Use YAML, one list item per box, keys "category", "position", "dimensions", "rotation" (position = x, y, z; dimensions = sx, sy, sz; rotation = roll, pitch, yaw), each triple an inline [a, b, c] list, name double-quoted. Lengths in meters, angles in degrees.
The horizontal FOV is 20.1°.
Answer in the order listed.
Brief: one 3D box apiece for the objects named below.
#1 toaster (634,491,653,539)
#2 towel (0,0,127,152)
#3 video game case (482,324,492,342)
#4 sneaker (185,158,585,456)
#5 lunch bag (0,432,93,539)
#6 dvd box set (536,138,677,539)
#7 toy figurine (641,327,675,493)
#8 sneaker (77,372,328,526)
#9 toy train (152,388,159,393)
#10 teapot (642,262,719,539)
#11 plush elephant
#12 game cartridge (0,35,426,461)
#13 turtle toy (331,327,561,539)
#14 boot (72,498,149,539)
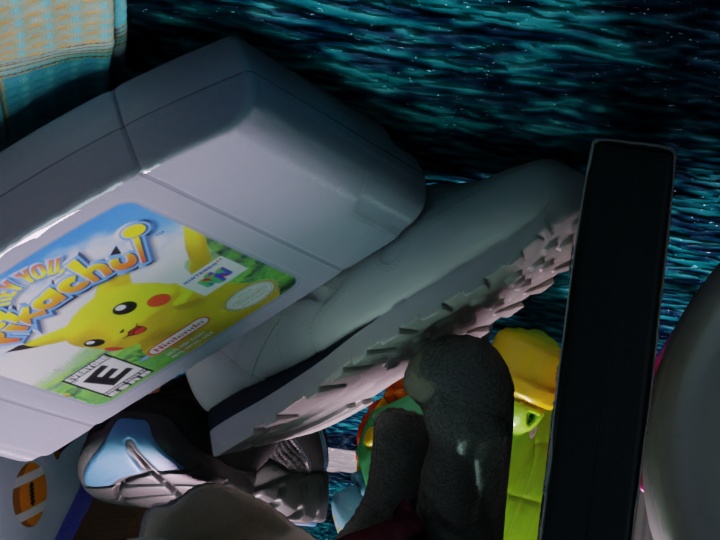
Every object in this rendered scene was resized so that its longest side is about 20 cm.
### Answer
- category: "toaster"
  position: [0.210, 0.137, 1.140]
  dimensions: [0.198, 0.131, 0.114]
  rotation: [7, 169, 10]
- category: "towel"
  position: [-0.132, -0.050, 0.569]
  dimensions: [0.146, 0.022, 0.200]
  rotation: [-24, 173, -11]
- category: "video game case"
  position: [-0.028, -0.002, 0.905]
  dimensions: [0.180, 0.024, 0.200]
  rotation: [8, 169, 4]
- category: "sneaker"
  position: [0.000, 0.000, 0.753]
  dimensions: [0.199, 0.081, 0.076]
  rotation: [-31, 162, 36]
- category: "lunch bag"
  position: [-0.205, 0.073, 0.854]
  dimensions: [0.123, 0.201, 0.170]
  rotation: [-1, 149, 47]
- category: "dvd box set"
  position: [0.077, 0.062, 0.690]
  dimensions: [0.029, 0.148, 0.200]
  rotation: [7, 161, 6]
- category: "toy figurine"
  position: [0.185, 0.086, 0.843]
  dimensions: [0.149, 0.185, 0.200]
  rotation: [18, 126, -37]
- category: "sneaker"
  position: [-0.066, 0.065, 0.888]
  dimensions: [0.072, 0.083, 0.200]
  rotation: [2, 171, 15]
- category: "toy train"
  position: [-0.186, 0.042, 1.007]
  dimensions: [0.086, 0.115, 0.199]
  rotation: [-1, 165, 42]
- category: "teapot"
  position: [0.192, 0.070, 0.667]
  dimensions: [0.198, 0.199, 0.146]
  rotation: [13, 173, 28]
- category: "plush elephant"
  position: [-0.026, 0.131, 0.728]
  dimensions: [0.153, 0.166, 0.201]
  rotation: [2, 142, 0]
- category: "game cartridge"
  position: [-0.089, 0.000, 0.686]
  dimensions: [0.199, 0.041, 0.133]
  rotation: [-32, 148, 21]
- category: "turtle toy"
  position: [0.056, 0.098, 0.979]
  dimensions: [0.100, 0.147, 0.200]
  rotation: [21, 178, 30]
- category: "boot"
  position: [-0.123, 0.169, 0.958]
  dimensions: [0.072, 0.201, 0.167]
  rotation: [4, 142, -5]
